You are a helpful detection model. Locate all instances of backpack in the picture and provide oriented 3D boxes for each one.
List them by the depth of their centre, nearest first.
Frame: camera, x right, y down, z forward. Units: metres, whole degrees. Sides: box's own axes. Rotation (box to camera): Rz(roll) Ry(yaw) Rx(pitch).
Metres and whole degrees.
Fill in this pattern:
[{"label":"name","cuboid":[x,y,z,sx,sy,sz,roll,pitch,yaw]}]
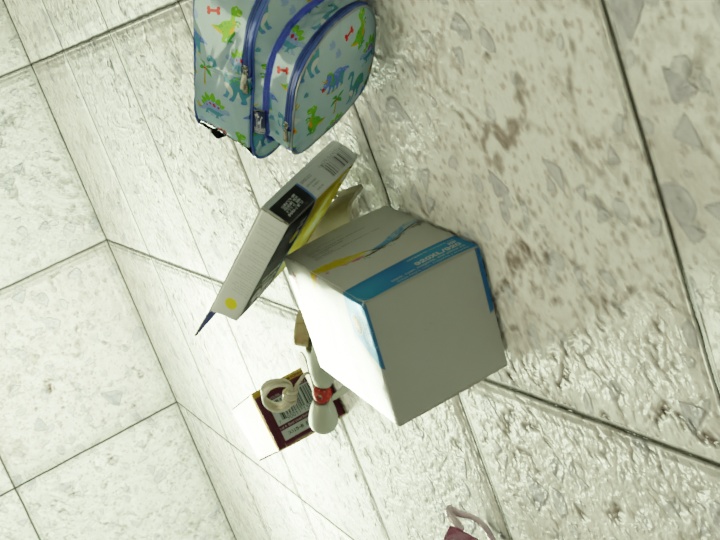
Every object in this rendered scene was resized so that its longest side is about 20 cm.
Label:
[{"label":"backpack","cuboid":[-0.072,-0.232,1.150,0.146,0.183,0.202,27,142,22]}]

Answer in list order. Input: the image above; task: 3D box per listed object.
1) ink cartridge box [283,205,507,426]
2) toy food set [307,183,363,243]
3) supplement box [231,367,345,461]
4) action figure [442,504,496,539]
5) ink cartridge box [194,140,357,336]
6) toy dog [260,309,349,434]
[{"label":"ink cartridge box","cuboid":[0.034,0.041,1.250,0.199,0.143,0.149,29,141,58]},{"label":"toy food set","cuboid":[0.000,0.000,1.440,0.143,0.060,0.203,-10,106,58]},{"label":"supplement box","cuboid":[-0.121,0.233,1.911,0.104,0.130,0.200,61,161,5]},{"label":"action figure","cuboid":[0.184,0.384,1.417,0.199,0.133,0.151,0,73,55]},{"label":"ink cartridge box","cuboid":[-0.095,-0.030,1.327,0.047,0.198,0.201,32,125,3]},{"label":"toy dog","cuboid":[-0.048,0.122,1.631,0.130,0.097,0.201,26,123,-4]}]
